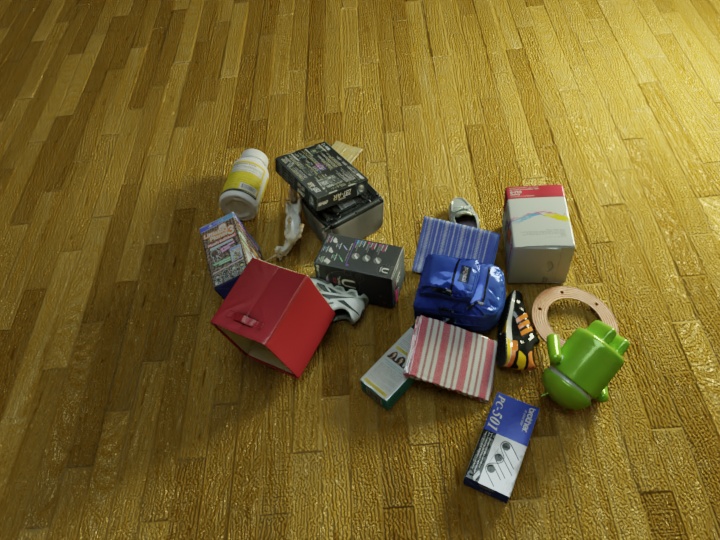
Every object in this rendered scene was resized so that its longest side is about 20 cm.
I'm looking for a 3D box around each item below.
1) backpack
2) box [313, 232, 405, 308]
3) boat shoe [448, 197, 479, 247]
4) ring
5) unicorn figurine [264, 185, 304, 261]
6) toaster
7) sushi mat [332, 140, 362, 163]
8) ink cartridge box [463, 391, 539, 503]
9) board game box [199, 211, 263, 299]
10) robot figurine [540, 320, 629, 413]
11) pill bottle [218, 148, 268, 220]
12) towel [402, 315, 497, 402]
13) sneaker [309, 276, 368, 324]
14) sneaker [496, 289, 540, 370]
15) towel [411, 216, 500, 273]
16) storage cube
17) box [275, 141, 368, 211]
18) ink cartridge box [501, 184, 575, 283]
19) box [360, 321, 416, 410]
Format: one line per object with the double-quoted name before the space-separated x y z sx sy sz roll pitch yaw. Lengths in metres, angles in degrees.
"backpack" 0.232 0.054 1.424 0.199 0.168 0.163 11 67 14
"box" 0.000 0.000 1.519 0.199 0.122 0.106 11 53 15
"boat shoe" 0.276 -0.121 1.616 0.074 0.065 0.203 -7 52 2
"ring" 0.488 0.119 1.417 0.199 0.019 0.201 3 51 -4
"unicorn figurine" -0.183 -0.117 1.614 0.074 0.137 0.201 20 65 -6
"toaster" -0.057 -0.164 1.655 0.200 0.119 0.181 -30 54 -16
"sushi mat" -0.085 -0.310 1.838 0.095 0.012 0.200 24 59 21
"ink cartridge box" 0.288 0.355 1.259 0.094 0.044 0.200 19 57 18
"board game box" -0.303 -0.011 1.532 0.097 0.160 0.200 -26 52 3
"robot figurine" 0.462 0.202 1.288 0.200 0.175 0.116 -52 19 3
"pill bottle" -0.322 -0.248 1.757 0.111 0.112 0.201 4 52 9
"towel" 0.202 0.194 1.366 0.199 0.030 0.147 19 64 -5
"sneaker" -0.088 0.077 1.501 0.199 0.074 0.089 13 54 16
"sneaker" 0.365 0.139 1.412 0.090 0.070 0.201 17 54 -2
"towel" 0.235 -0.043 1.535 0.199 0.024 0.145 15 95 18
"storage cube" -0.192 0.107 1.397 0.170 0.200 0.180 16 66 31
"box" -0.102 -0.248 1.601 0.160 0.044 0.200 -26 53 -29
"ink cartridge box" 0.430 -0.087 1.520 0.144 0.146 0.201 -1 52 6
"box" 0.096 0.210 1.391 0.082 0.049 0.200 35 64 28
